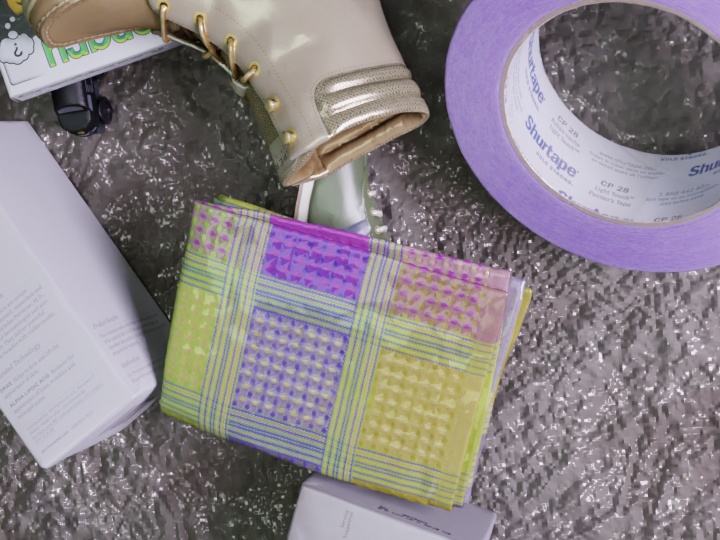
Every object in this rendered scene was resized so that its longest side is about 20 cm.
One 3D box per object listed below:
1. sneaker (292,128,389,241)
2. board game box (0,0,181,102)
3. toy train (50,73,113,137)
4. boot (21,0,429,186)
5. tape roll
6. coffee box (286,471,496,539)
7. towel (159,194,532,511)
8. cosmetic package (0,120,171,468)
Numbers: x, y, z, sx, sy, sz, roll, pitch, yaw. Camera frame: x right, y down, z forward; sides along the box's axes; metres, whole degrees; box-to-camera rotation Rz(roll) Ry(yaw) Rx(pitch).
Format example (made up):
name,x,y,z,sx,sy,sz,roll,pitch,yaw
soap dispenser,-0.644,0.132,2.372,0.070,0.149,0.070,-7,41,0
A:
name,x,y,z,sx,sy,sz,roll,pitch,yaw
sneaker,0.000,0.000,0.786,0.089,0.067,0.203,11,99,3
board game box,-0.134,-0.194,0.777,0.198,0.035,0.128,-20,95,-2
toy train,-0.191,-0.184,0.815,0.034,0.046,0.203,-9,94,14
boot,-0.074,-0.118,0.719,0.198,0.073,0.157,-18,80,-8
tape roll,0.146,-0.096,0.682,0.198,0.066,0.202,17,136,17
coffee box,-0.002,0.232,0.799,0.113,0.080,0.203,19,100,11
towel,-0.013,0.047,0.749,0.197,0.023,0.146,15,103,8
cosmetic package,-0.201,0.008,0.807,0.081,0.113,0.201,-38,85,14
